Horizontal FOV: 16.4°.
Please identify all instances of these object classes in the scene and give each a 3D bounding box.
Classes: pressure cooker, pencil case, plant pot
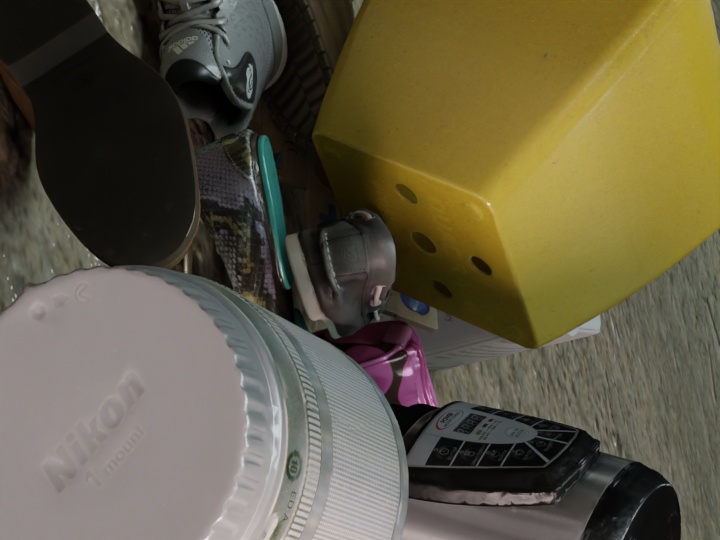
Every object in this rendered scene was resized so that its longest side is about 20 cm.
[{"bbox_3d":[0.050,0.163,1.305,0.179,0.199,0.176,-67,156,-22],"label":"pressure cooker"},{"bbox_3d":[0.023,0.129,1.518,0.091,0.093,0.201,-36,110,-55],"label":"pencil case"},{"bbox_3d":[0.087,-0.076,1.469,0.177,0.199,0.201,-48,142,-24],"label":"plant pot"}]

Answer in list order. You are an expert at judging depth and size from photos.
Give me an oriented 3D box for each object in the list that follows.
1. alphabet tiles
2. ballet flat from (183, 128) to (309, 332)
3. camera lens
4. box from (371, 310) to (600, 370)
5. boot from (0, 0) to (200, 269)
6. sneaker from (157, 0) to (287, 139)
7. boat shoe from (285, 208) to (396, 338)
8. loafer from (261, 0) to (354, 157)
[{"bbox_3d":[-0.009,-0.053,1.545,0.199,0.008,0.168,21,51,-33],"label":"alphabet tiles"},{"bbox_3d":[-0.059,0.024,1.390,0.072,0.072,0.202,-41,117,-71],"label":"ballet flat"},{"bbox_3d":[-0.077,0.090,1.126,0.200,0.159,0.161,32,47,-66],"label":"camera lens"},{"bbox_3d":[0.067,-0.039,1.730,0.199,0.130,0.201,7,70,-72],"label":"box"},{"bbox_3d":[-0.119,-0.059,1.182,0.200,0.073,0.076,58,-8,40],"label":"boot"},{"bbox_3d":[-0.095,-0.160,1.412,0.116,0.075,0.201,-78,150,-50],"label":"sneaker"},{"bbox_3d":[0.000,0.000,1.395,0.200,0.057,0.067,3,72,-85],"label":"boat shoe"},{"bbox_3d":[-0.032,-0.163,1.533,0.068,0.076,0.201,-5,68,-39],"label":"loafer"}]
